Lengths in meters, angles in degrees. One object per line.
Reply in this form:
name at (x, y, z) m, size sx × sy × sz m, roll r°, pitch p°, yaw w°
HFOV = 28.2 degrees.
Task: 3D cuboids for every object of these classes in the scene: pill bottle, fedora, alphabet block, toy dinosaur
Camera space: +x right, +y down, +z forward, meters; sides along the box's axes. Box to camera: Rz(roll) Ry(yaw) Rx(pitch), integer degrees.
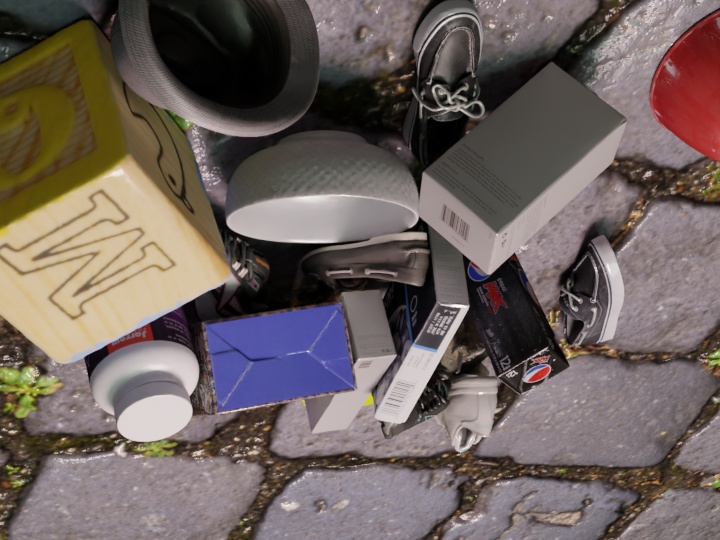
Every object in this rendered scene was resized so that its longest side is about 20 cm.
pill bottle at (-0.232, 0.073, 1.483) m, size 0.112 × 0.201 × 0.113 m, roll -13°, pitch 142°, yaw -11°
fedora at (-0.140, -0.196, 1.266) m, size 0.199 × 0.178 × 0.090 m, roll 5°, pitch 166°, yaw -41°
alphabet block at (-0.262, -0.067, 1.311) m, size 0.196 × 0.196 × 0.200 m, roll -28°, pitch 143°, yaw 7°
toy dinosaur at (0.131, 0.091, 1.776) m, size 0.102 × 0.077 × 0.200 m, roll -29°, pitch 166°, yaw -12°

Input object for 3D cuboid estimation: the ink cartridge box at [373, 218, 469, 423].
ink cartridge box at (0.060, 0.030, 1.585) m, size 0.043 × 0.201 × 0.199 m, roll 13°, pitch 132°, yaw -13°

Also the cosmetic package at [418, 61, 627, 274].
cosmetic package at (0.164, -0.106, 1.460) m, size 0.200 × 0.108 × 0.085 m, roll -39°, pitch 158°, yaw -22°

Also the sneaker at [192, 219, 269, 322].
sneaker at (-0.140, -0.012, 1.514) m, size 0.086 × 0.081 × 0.200 m, roll -1°, pitch 154°, yaw 6°

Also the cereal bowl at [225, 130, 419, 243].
cereal bowl at (-0.039, -0.088, 1.449) m, size 0.199 × 0.084 × 0.200 m, roll -2°, pitch 167°, yaw -1°

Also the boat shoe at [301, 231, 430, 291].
boat shoe at (0.000, 0.000, 1.546) m, size 0.067 × 0.057 × 0.200 m, roll 2°, pitch 171°, yaw -37°

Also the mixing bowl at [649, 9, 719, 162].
mixing bowl at (0.428, -0.185, 1.558) m, size 0.199 × 0.109 × 0.201 m, roll -13°, pitch 141°, yaw -11°

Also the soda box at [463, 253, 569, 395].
soda box at (0.161, 0.037, 1.624) m, size 0.071 × 0.201 × 0.063 m, roll -32°, pitch 143°, yaw 14°

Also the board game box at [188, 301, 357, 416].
board game box at (-0.116, 0.100, 1.570) m, size 0.159 × 0.097 × 0.200 m, roll -8°, pitch 177°, yaw -22°

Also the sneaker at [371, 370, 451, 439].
sneaker at (0.060, 0.145, 1.694) m, size 0.079 × 0.076 × 0.200 m, roll -15°, pitch -177°, yaw 10°

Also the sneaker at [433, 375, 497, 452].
sneaker at (0.123, 0.189, 1.832) m, size 0.075 × 0.089 × 0.200 m, roll -2°, pitch 169°, yaw -13°

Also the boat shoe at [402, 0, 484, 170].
boat shoe at (0.085, -0.177, 1.439) m, size 0.073 × 0.068 × 0.200 m, roll -4°, pitch 139°, yaw -21°

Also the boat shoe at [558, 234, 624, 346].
boat shoe at (0.281, 0.031, 1.786) m, size 0.067 × 0.072 × 0.200 m, roll -17°, pitch 149°, yaw -7°

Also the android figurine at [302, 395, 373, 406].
android figurine at (-0.003, 0.115, 1.771) m, size 0.199 × 0.041 × 0.183 m, roll -13°, pitch 142°, yaw -14°

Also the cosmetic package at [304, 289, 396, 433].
cosmetic package at (-0.017, 0.105, 1.611) m, size 0.050 × 0.083 × 0.200 m, roll -6°, pitch 154°, yaw -21°
